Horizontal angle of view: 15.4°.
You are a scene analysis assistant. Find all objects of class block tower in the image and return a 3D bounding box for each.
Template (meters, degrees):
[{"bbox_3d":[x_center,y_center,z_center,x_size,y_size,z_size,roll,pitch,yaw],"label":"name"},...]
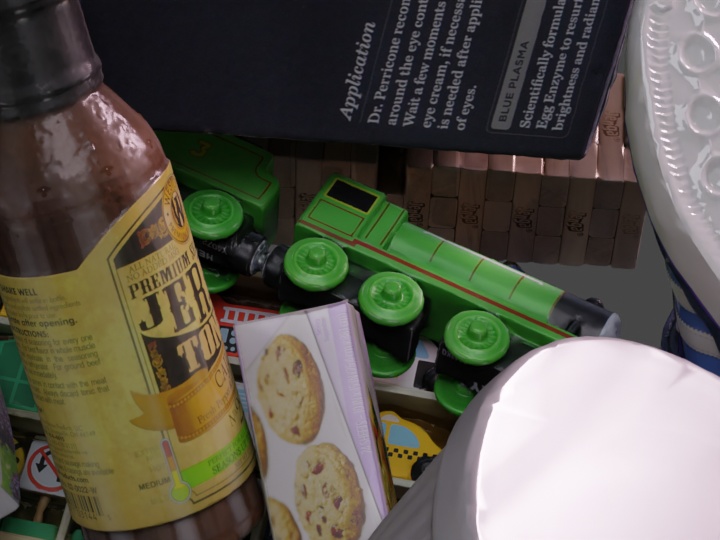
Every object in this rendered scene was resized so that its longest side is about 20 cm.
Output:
[{"bbox_3d":[0.017,-0.042,0.997,0.199,0.058,0.054,3,53,1],"label":"block tower"}]

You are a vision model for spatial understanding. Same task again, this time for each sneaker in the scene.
[{"bbox_3d":[0.127,-0.001,0.927,0.080,0.146,0.201,-20,85,-14],"label":"sneaker"}]

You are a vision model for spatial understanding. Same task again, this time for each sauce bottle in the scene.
[{"bbox_3d":[-0.083,-0.003,0.830,0.064,0.201,0.065,-14,21,5],"label":"sauce bottle"}]

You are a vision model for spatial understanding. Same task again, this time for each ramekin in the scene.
[{"bbox_3d":[0.079,0.129,0.789,0.202,0.094,0.203,28,40,-26],"label":"ramekin"}]

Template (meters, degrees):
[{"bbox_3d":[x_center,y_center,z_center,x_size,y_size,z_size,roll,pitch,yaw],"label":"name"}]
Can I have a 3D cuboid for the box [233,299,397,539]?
[{"bbox_3d":[-0.002,0.111,0.851,0.041,0.039,0.201,-11,84,5],"label":"box"}]

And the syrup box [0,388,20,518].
[{"bbox_3d":[-0.218,0.073,0.869,0.199,0.079,0.082,-27,48,8],"label":"syrup box"}]

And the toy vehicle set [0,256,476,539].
[{"bbox_3d":[-0.057,0.055,0.920,0.199,0.027,0.125,10,60,5],"label":"toy vehicle set"}]

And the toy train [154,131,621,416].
[{"bbox_3d":[0.000,0.000,0.915,0.199,0.042,0.056,24,52,14],"label":"toy train"}]

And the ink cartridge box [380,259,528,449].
[{"bbox_3d":[0.042,0.109,0.931,0.200,0.043,0.196,-37,69,-18],"label":"ink cartridge box"}]

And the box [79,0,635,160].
[{"bbox_3d":[-0.029,-0.137,0.939,0.199,0.118,0.197,3,28,-23],"label":"box"}]
